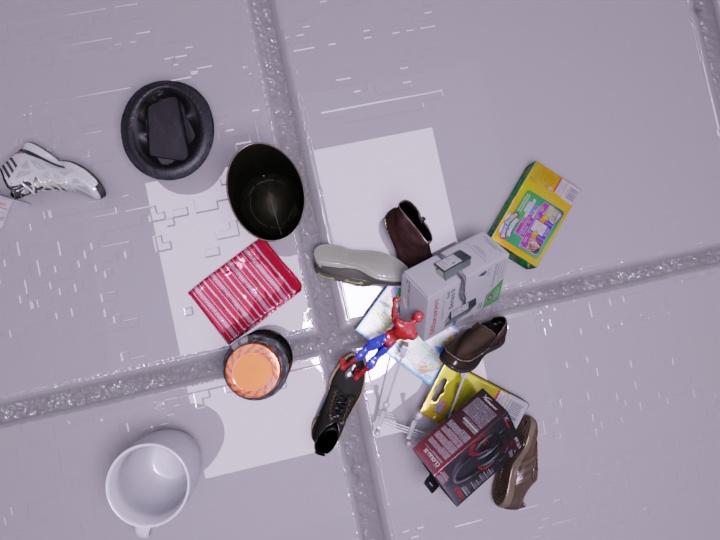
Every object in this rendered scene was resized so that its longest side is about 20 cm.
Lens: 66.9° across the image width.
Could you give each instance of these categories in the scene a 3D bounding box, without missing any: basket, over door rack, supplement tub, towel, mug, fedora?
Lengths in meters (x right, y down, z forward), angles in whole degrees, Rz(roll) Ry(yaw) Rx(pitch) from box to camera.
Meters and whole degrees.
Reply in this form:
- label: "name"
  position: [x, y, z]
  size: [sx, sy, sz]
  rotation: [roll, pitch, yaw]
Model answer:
- label: "basket"
  position: [-0.176, -0.137, 1.066]
  size: [0.136, 0.200, 0.181]
  rotation: [-17, 90, -5]
- label: "over door rack"
  position: [0.123, 0.257, 1.092]
  size: [0.147, 0.067, 0.200]
  rotation: [18, 89, 2]
- label: "supplement tub"
  position: [-0.195, 0.179, 1.052]
  size: [0.122, 0.200, 0.123]
  rotation: [0, 87, -4]
- label: "towel"
  position: [-0.240, 0.041, 1.144]
  size: [0.200, 0.022, 0.145]
  rotation: [-38, 90, -5]
- label: "mug"
  position: [-0.384, 0.405, 1.041]
  size: [0.147, 0.175, 0.201]
  rotation: [12, 87, -3]
- label: "fedora"
  position: [-0.383, -0.277, 1.111]
  size: [0.200, 0.092, 0.201]
  rotation: [0, 88, -4]

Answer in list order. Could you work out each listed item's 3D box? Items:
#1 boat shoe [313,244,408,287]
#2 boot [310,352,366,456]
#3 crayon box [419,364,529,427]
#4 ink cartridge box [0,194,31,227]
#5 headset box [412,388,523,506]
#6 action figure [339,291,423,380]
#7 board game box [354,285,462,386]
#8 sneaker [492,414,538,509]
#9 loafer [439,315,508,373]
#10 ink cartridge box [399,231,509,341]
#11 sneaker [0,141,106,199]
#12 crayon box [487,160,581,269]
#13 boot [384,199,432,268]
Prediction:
- label: "boat shoe"
  position: [0.001, -0.002, 1.136]
  size: [0.201, 0.060, 0.072]
  rotation: [12, 47, 3]
- label: "boot"
  position: [-0.037, 0.268, 1.090]
  size: [0.077, 0.138, 0.200]
  rotation: [21, 85, -3]
- label: "crayon box"
  position: [0.235, 0.285, 1.152]
  size: [0.200, 0.051, 0.127]
  rotation: [29, 89, -3]
- label: "ink cartridge box"
  position: [-0.776, -0.138, 1.065]
  size: [0.200, 0.115, 0.068]
  rotation: [18, 87, -3]
- label: "headset box"
  position: [0.201, 0.346, 1.043]
  size: [0.200, 0.075, 0.149]
  rotation: [-38, 130, -9]
- label: "action figure"
  position: [0.047, 0.124, 1.075]
  size: [0.065, 0.099, 0.200]
  rotation: [39, 120, -22]
- label: "board game box"
  position: [0.106, 0.131, 1.158]
  size: [0.200, 0.034, 0.135]
  rotation: [37, 86, -2]
- label: "sneaker"
  position: [0.342, 0.407, 1.158]
  size: [0.075, 0.070, 0.200]
  rotation: [20, 89, -22]
- label: "loafer"
  position: [0.232, 0.138, 1.105]
  size: [0.073, 0.200, 0.071]
  rotation: [33, 128, 29]
- label: "ink cartridge box"
  position: [0.183, 0.033, 1.083]
  size: [0.200, 0.146, 0.084]
  rotation: [-27, 53, -19]
- label: "sneaker"
  position: [-0.616, -0.166, 1.079]
  size: [0.200, 0.076, 0.115]
  rotation: [25, 58, 6]
- label: "crayon box"
  position: [0.368, -0.118, 1.176]
  size: [0.119, 0.058, 0.200]
  rotation: [32, 86, -2]
- label: "boot"
  position: [0.115, -0.041, 1.098]
  size: [0.072, 0.166, 0.200]
  rotation: [-33, 90, -9]
